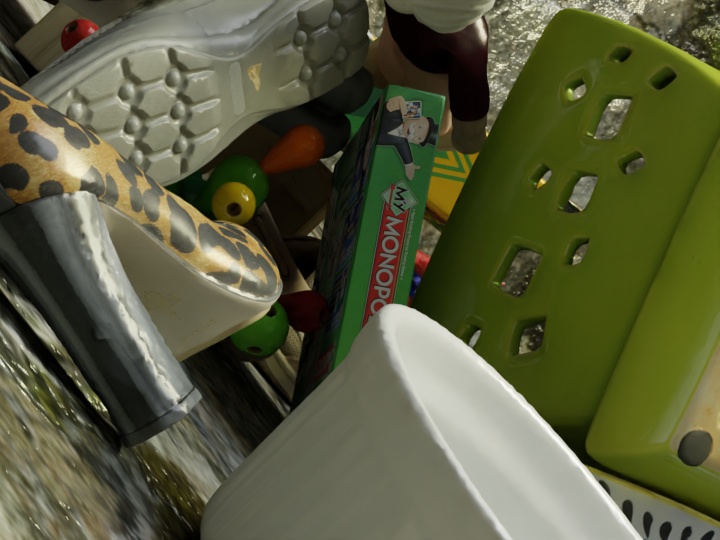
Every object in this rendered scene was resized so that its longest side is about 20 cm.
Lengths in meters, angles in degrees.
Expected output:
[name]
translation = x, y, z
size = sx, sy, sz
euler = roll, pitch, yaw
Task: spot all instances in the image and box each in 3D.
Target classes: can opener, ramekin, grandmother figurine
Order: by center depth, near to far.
[ramekin]
translation = 0.038, 0.118, 0.826
size = 0.201, 0.098, 0.201
euler = 48, 11, -12
[grandmother figurine]
translation = 0.033, -0.114, 1.118
size = 0.121, 0.060, 0.200
euler = 55, -9, 6
[can opener]
translation = -0.090, -0.118, 1.187
size = 0.200, 0.053, 0.066
euler = 31, 28, 5

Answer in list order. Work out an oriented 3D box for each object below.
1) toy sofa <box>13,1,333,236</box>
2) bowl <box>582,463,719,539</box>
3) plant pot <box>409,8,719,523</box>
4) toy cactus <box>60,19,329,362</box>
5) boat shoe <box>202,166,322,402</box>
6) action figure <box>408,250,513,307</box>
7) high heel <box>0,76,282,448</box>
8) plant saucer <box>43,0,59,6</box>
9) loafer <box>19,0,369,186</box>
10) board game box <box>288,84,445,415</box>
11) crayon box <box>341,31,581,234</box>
[toy sofa]
translation = -0.099, -0.086, 1.321
size = 0.098, 0.083, 0.200
euler = 44, -3, 39
[bowl]
translation = 0.077, 0.138, 1.076
size = 0.200, 0.094, 0.201
euler = 21, -8, 3
[plant pot]
translation = 0.160, 0.019, 1.078
size = 0.199, 0.200, 0.181
euler = 27, -3, -29
[toy cactus]
translation = -0.068, -0.022, 1.155
size = 0.200, 0.102, 0.165
euler = 43, -13, 37
[boat shoe]
translation = -0.035, 0.017, 1.294
size = 0.200, 0.064, 0.071
euler = 50, 5, -48
[action figure]
translation = 0.049, 0.047, 1.273
size = 0.065, 0.099, 0.200
euler = 117, -33, -56
[high heel]
translation = -0.093, -0.030, 0.898
size = 0.143, 0.071, 0.200
euler = 59, 11, -10
[plant saucer]
translation = -0.140, -0.184, 1.325
size = 0.200, 0.030, 0.200
euler = 15, -24, 7
[loafer]
translation = -0.080, -0.083, 1.060
size = 0.070, 0.200, 0.070
euler = 17, -61, 39
[board game box]
translation = 0.000, 0.000, 1.154
size = 0.029, 0.135, 0.200
euler = 10, -8, -6
[crayon box]
translation = 0.025, -0.070, 1.319
size = 0.200, 0.052, 0.126
euler = 38, -1, -12
